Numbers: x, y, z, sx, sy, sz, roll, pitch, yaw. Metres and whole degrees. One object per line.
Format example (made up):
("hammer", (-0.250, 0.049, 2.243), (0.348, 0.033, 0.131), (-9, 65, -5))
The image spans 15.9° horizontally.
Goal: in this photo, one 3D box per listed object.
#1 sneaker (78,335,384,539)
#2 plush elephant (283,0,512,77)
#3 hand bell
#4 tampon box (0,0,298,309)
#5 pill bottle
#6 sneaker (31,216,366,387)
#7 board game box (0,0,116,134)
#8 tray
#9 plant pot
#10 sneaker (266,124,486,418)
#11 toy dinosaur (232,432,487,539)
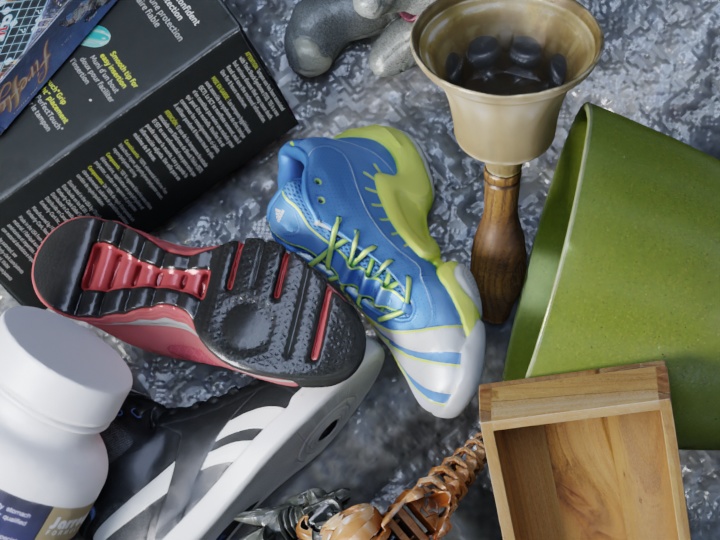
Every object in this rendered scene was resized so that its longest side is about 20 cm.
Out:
("sneaker", (-0.089, 0.084, 1.480), (0.200, 0.073, 0.112), (-46, 72, -5))
("plush elephant", (0.044, -0.176, 1.478), (0.199, 0.155, 0.165), (-7, 116, -8))
("hand bell", (0.080, -0.048, 1.436), (0.104, 0.200, 0.104), (-1, 40, 1))
("tampon box", (-0.168, -0.105, 1.507), (0.200, 0.126, 0.150), (-35, 62, -2))
("pill bottle", (-0.208, 0.124, 1.432), (0.111, 0.111, 0.200), (36, 108, 16))
("sneaker", (-0.083, 0.019, 1.462), (0.200, 0.087, 0.074), (16, 79, 18))
("board game box", (-0.195, -0.185, 1.459), (0.135, 0.035, 0.200), (35, 79, 27))
("tray", (0.127, 0.140, 1.375), (0.098, 0.200, 0.037), (-8, 35, 7))
("plant pot", (0.195, 0.023, 1.412), (0.199, 0.187, 0.188), (14, 77, -1))
("sneaker", (0.000, 0.000, 1.457), (0.105, 0.076, 0.200), (4, 46, -25))
("toy dinosaur", (-0.001, 0.167, 1.400), (0.200, 0.136, 0.102), (-20, 90, -15))
